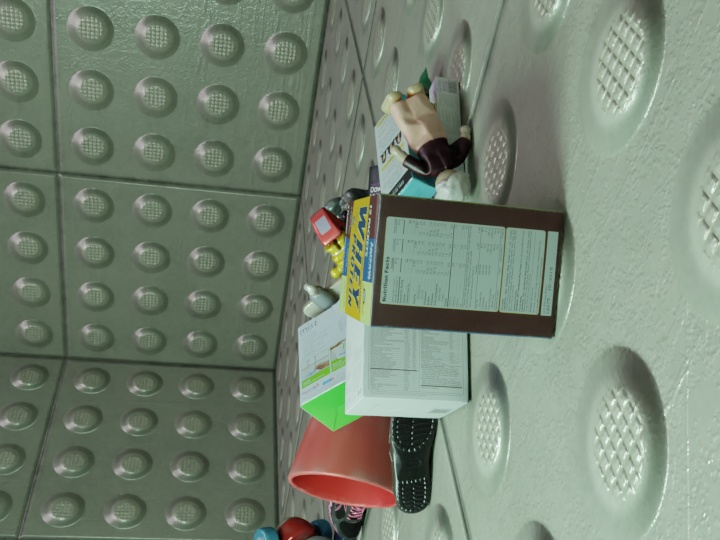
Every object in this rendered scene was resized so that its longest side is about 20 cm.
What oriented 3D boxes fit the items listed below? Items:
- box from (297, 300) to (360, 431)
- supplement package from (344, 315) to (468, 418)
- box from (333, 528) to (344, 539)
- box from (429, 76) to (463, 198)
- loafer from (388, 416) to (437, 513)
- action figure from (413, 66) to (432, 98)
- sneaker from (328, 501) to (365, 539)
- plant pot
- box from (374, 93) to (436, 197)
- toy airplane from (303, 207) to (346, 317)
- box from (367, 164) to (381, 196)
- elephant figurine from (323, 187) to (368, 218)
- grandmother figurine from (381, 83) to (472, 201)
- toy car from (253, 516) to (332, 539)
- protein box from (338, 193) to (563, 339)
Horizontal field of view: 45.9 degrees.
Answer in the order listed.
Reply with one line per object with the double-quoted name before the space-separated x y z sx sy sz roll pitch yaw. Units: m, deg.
"box" -0.002 0.135 1.413 0.199 0.097 0.177 -31 38 20
"supplement package" 0.062 0.098 1.216 0.152 0.149 0.202 121 152 -70
"box" -0.041 0.631 1.901 0.121 0.032 0.202 -122 36 -73
"box" 0.130 -0.199 1.284 0.039 0.041 0.202 115 156 -63
"loafer" 0.071 0.266 1.310 0.071 0.072 0.202 -167 81 -79
"action figure" 0.093 -0.249 1.493 0.200 0.054 0.119 109 160 -68
"sneaker" -0.012 0.466 1.733 0.095 0.078 0.202 -145 58 -65
"plant pot" -0.012 0.302 1.490 0.201 0.199 0.179 113 170 -61
"box" 0.068 -0.175 1.307 0.082 0.049 0.201 -49 33 39
"toy airplane" 0.000 0.000 1.484 0.141 0.197 0.202 -76 -7 -74
"box" 0.069 -0.079 1.365 0.142 0.036 0.202 -6 75 42
"elephant figurine" 0.017 -0.049 1.618 0.141 0.155 0.201 10 -127 -60
"grandmother figurine" 0.105 -0.176 1.221 0.061 0.120 0.201 62 -175 -65
"toy car" -0.109 0.644 1.856 0.199 0.183 0.179 -2 84 51
"protein box" 0.092 -0.005 0.955 0.198 0.198 0.136 -169 84 -80
